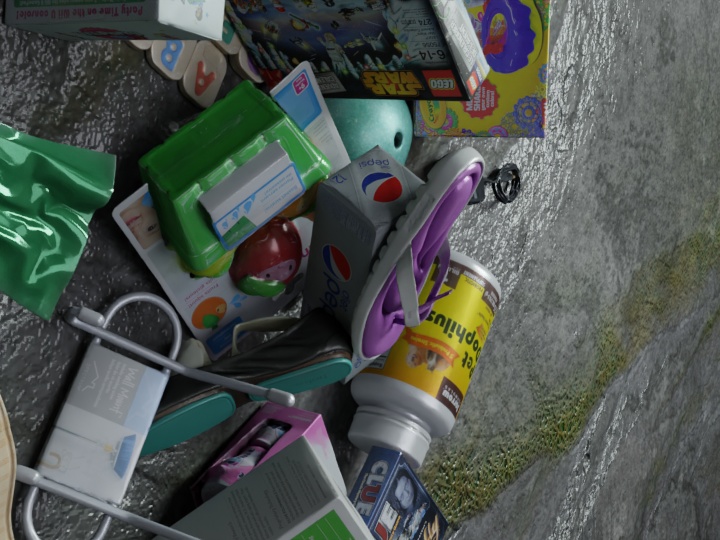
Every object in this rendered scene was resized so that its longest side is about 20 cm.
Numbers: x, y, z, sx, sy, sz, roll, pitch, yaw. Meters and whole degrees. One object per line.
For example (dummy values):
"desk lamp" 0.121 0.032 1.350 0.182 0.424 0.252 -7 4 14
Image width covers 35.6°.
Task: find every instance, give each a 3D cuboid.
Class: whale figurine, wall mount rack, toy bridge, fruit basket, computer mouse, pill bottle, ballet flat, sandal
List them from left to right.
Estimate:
"toy bridge" -0.250 0.094 0.711 0.027 0.066 0.204 -29 119 -47
"wall mount rack" -0.151 0.117 0.795 0.172 0.074 0.203 25 73 -16
"ballet flat" -0.102 0.082 0.887 0.197 0.069 0.068 -19 153 -12
"fruit basket" -0.077 -0.035 0.874 0.184 0.094 0.201 -37 135 -11
"whale figurine" -0.002 -0.080 0.991 0.158 0.102 0.204 -30 118 -48
"sandal" 0.045 0.002 0.841 0.082 0.050 0.205 -26 148 -45
"pill bottle" 0.059 0.086 1.100 0.109 0.108 0.203 47 59 -47
"computer mouse" 0.128 -0.099 1.238 0.199 0.034 0.060 -4 83 -59

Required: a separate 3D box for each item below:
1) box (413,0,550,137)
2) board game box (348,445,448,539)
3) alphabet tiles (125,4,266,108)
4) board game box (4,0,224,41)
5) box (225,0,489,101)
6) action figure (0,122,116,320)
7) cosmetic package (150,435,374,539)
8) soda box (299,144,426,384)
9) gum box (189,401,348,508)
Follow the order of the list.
"box" 0.116 -0.228 1.052 0.193 0.120 0.204 -45 137 -78
"board game box" 0.008 0.282 1.016 0.202 0.034 0.136 -62 141 -28
"alphabet tiles" -0.119 -0.241 0.878 0.200 0.014 0.199 41 63 -50
"board game box" -0.152 -0.254 0.718 0.064 0.145 0.204 2 95 -56
"box" -0.013 -0.194 0.851 0.040 0.197 0.138 -58 137 -29
"action figure" -0.254 -0.060 0.690 0.199 0.054 0.120 31 72 -45
"cosmetic package" -0.090 0.236 0.862 0.199 0.085 0.108 -36 126 -4
"soda box" 0.000 0.000 0.905 0.068 0.063 0.202 -35 154 -32
"gum box" -0.066 0.225 0.987 0.114 0.065 0.203 -46 131 -41
